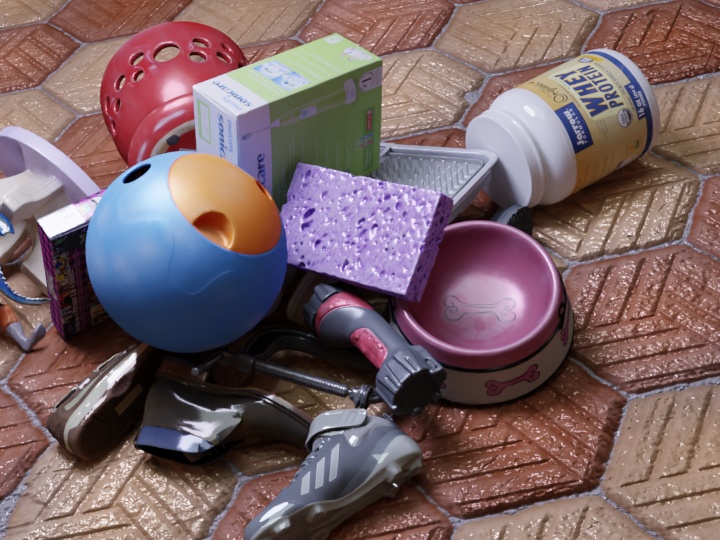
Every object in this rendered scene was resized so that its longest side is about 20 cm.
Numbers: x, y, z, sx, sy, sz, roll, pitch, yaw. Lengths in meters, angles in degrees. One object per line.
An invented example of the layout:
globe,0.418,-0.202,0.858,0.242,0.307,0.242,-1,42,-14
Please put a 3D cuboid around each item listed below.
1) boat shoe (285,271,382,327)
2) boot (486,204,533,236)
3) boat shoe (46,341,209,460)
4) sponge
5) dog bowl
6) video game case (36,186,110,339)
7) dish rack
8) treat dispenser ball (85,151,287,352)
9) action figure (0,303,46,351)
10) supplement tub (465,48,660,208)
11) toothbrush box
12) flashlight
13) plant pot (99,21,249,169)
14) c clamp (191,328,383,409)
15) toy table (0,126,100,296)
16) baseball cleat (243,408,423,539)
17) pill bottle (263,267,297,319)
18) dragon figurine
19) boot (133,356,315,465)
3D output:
boat shoe,0.000,0.000,1.498,0.069,0.200,0.074,49,24,14
boot,0.076,-0.034,1.598,0.200,0.066,0.165,11,39,32
boat shoe,-0.246,0.110,1.462,0.075,0.075,0.202,16,43,39
sponge,-0.004,-0.042,1.441,0.200,0.030,0.112,15,81,40
dog bowl,0.120,0.035,1.430,0.200,0.074,0.200,-2,54,3
video game case,-0.261,-0.024,1.542,0.181,0.200,0.036,-28,64,-23
dish rack,0.044,-0.092,1.602,0.200,0.044,0.172,6,30,28
treat dispenser ball,-0.173,-0.019,1.397,0.200,0.201,0.201,-6,36,4
action figure,-0.482,0.053,1.570,0.193,0.105,0.200,19,20,40
supplement tub,0.239,-0.165,1.662,0.200,0.145,0.144,-28,40,-24
toothbrush box,-0.077,-0.155,1.539,0.200,0.146,0.086,-28,45,-32
flashlight,0.009,0.078,1.390,0.068,0.068,0.200,-2,26,-26
plant pot,-0.212,-0.184,1.744,0.200,0.201,0.183,-17,41,-10
c clamp,-0.052,0.103,1.415,0.200,0.027,0.171,13,18,7
toy table,-0.389,-0.066,1.657,0.200,0.184,0.117,37,56,10
baseball cleat,-0.040,0.195,1.300,0.200,0.070,0.106,-21,50,-33
pill bottle,-0.120,-0.039,1.598,0.114,0.114,0.200,-2,37,10
dragon figurine,-0.423,-0.032,1.547,0.200,0.100,0.059,27,24,31
boot,-0.128,0.164,1.388,0.200,0.075,0.097,19,69,19
